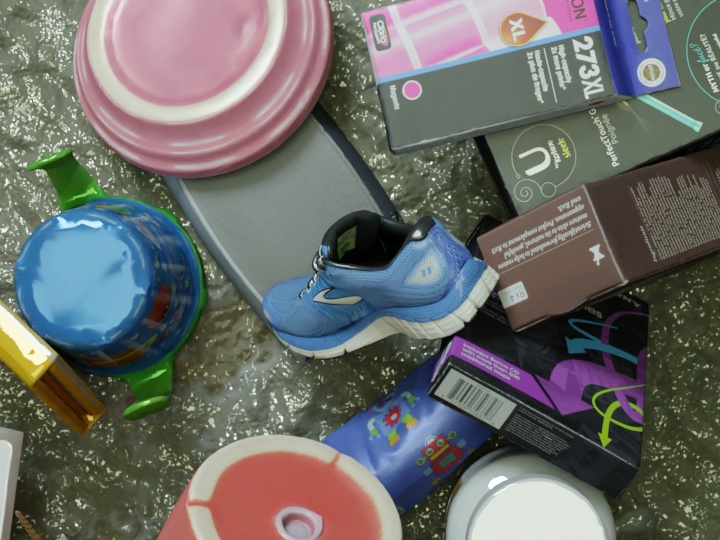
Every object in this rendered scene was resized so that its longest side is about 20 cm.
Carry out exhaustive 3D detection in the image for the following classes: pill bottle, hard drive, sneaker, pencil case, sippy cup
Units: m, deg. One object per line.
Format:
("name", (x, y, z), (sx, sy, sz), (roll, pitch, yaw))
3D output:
("pill bottle", (0.114, 0.179, 1.079), (0.114, 0.200, 0.115), (0, 87, 3))
("hard drive", (-0.054, -0.046, 1.178), (0.135, 0.042, 0.200), (-36, 86, 1))
("sneaker", (0.000, 0.000, 1.069), (0.089, 0.199, 0.079), (54, 50, -19))
("pencil case", (0.044, 0.111, 1.149), (0.200, 0.087, 0.078), (-41, 128, 1))
("sippy cup", (-0.186, 0.009, 1.138), (0.177, 0.130, 0.140), (33, 89, 5))

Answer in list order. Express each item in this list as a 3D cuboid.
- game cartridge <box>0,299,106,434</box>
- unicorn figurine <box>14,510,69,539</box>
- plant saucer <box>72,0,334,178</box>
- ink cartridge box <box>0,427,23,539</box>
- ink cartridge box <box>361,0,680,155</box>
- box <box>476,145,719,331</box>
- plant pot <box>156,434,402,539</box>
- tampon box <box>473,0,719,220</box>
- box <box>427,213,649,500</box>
("game cartridge", (-0.271, 0.026, 1.106), (0.200, 0.176, 0.032), (39, 78, 12))
("unicorn figurine", (-0.175, 0.273, 1.154), (0.199, 0.074, 0.138), (17, 62, -14))
("plant saucer", (-0.120, -0.169, 1.157), (0.199, 0.051, 0.202), (-4, 72, 12))
("ink cartridge box", (-0.312, 0.163, 1.131), (0.199, 0.067, 0.117), (6, 88, 29))
("ink cartridge box", (0.106, -0.146, 1.054), (0.199, 0.037, 0.095), (-13, 86, 1))
("box", (0.182, -0.025, 1.081), (0.100, 0.199, 0.075), (-27, 84, 42))
("plant pot", (-0.061, 0.220, 1.050), (0.199, 0.201, 0.178), (22, 128, 4))
("tampon box", (0.171, -0.137, 1.129), (0.199, 0.126, 0.151), (-24, 85, 2))
("box", (0.127, 0.052, 1.080), (0.142, 0.200, 0.036), (29, 121, -6))
